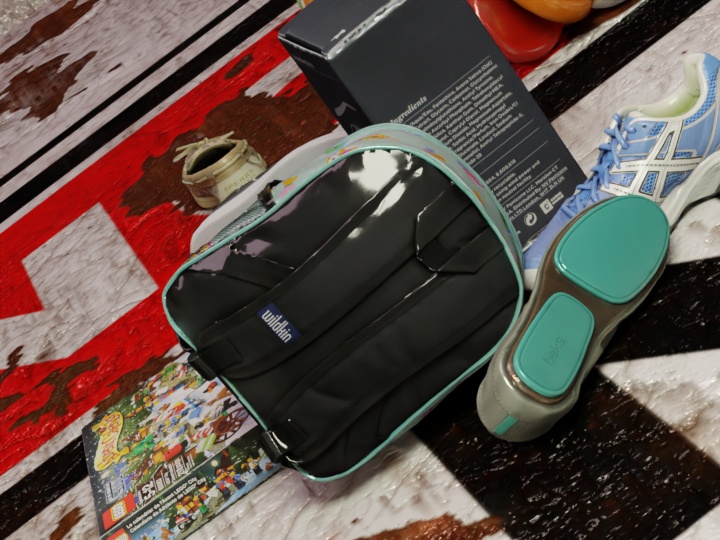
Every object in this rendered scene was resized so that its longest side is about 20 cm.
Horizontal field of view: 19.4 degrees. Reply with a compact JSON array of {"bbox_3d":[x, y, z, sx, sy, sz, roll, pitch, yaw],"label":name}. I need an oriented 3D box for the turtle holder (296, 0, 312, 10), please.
[{"bbox_3d":[0.032,-0.282,2.019,0.185,0.141,0.132,-1,27,-23],"label":"turtle holder"}]

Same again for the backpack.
[{"bbox_3d":[0.004,0.009,1.318,0.200,0.176,0.153,-39,3,19],"label":"backpack"}]

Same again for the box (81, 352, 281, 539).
[{"bbox_3d":[-0.126,0.122,1.486,0.137,0.038,0.200,-35,20,1],"label":"box"}]

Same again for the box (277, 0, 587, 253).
[{"bbox_3d":[0.051,-0.113,1.485,0.104,0.200,0.148,-38,20,-5],"label":"box"}]

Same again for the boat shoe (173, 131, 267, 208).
[{"bbox_3d":[-0.125,-0.096,1.924,0.073,0.063,0.200,-40,20,-9],"label":"boat shoe"}]

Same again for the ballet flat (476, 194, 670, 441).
[{"bbox_3d":[0.124,0.027,1.269,0.200,0.067,0.064,-52,-4,-42],"label":"ballet flat"}]

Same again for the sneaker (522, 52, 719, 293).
[{"bbox_3d":[0.173,-0.061,1.357,0.200,0.077,0.076,-40,22,-9],"label":"sneaker"}]

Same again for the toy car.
[{"bbox_3d":[0.129,-0.246,1.761,0.200,0.175,0.150,26,100,67],"label":"toy car"}]

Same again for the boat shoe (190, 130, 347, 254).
[{"bbox_3d":[-0.059,-0.065,1.748,0.200,0.069,0.057,-30,21,23],"label":"boat shoe"}]
